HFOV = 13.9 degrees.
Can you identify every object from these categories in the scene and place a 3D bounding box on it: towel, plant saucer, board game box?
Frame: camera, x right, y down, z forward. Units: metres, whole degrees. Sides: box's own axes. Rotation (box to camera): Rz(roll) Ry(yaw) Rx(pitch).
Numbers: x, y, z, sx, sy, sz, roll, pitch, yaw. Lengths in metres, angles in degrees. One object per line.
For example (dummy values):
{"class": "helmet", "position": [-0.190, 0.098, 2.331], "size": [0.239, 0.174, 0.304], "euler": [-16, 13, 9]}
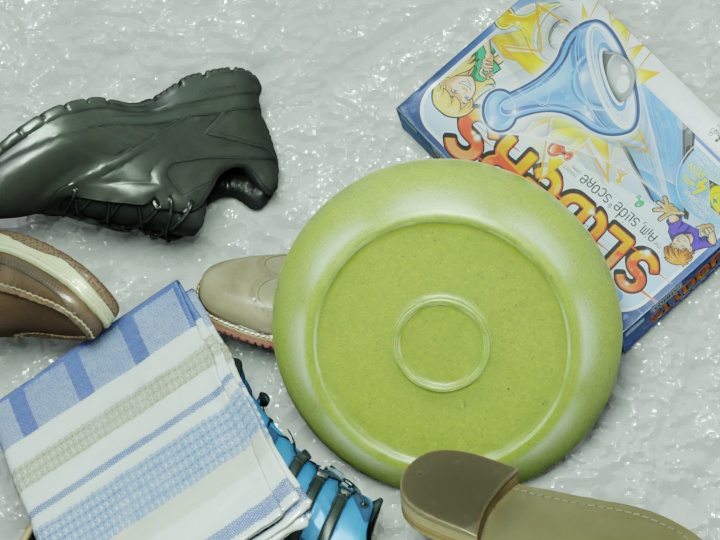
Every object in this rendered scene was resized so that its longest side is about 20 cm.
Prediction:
{"class": "towel", "position": [-0.120, 0.107, 1.632], "size": [0.147, 0.024, 0.200], "euler": [-33, 46, 3]}
{"class": "plant saucer", "position": [0.047, 0.038, 1.651], "size": [0.199, 0.031, 0.201], "euler": [2, 106, 6]}
{"class": "board game box", "position": [0.136, -0.067, 1.734], "size": [0.135, 0.034, 0.200], "euler": [-42, 69, -7]}

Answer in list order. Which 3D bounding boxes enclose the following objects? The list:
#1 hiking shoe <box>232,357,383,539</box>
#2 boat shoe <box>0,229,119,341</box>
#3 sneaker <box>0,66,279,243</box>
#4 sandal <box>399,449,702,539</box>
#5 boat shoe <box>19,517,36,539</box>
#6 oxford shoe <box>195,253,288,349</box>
{"class": "hiking shoe", "position": [-0.033, 0.136, 1.675], "size": [0.086, 0.074, 0.201], "euler": [-21, 76, -9]}
{"class": "boat shoe", "position": [-0.224, 0.020, 1.718], "size": [0.202, 0.075, 0.075], "euler": [14, 62, 45]}
{"class": "sneaker", "position": [-0.135, -0.056, 1.730], "size": [0.199, 0.076, 0.091], "euler": [-17, 76, -22]}
{"class": "sandal", "position": [0.117, 0.168, 1.617], "size": [0.211, 0.070, 0.078], "euler": [23, 51, 26]}
{"class": "boat shoe", "position": [-0.177, 0.181, 1.677], "size": [0.073, 0.063, 0.201], "euler": [14, 71, 14]}
{"class": "oxford shoe", "position": [0.000, 0.000, 1.702], "size": [0.199, 0.075, 0.071], "euler": [-2, 46, 5]}
